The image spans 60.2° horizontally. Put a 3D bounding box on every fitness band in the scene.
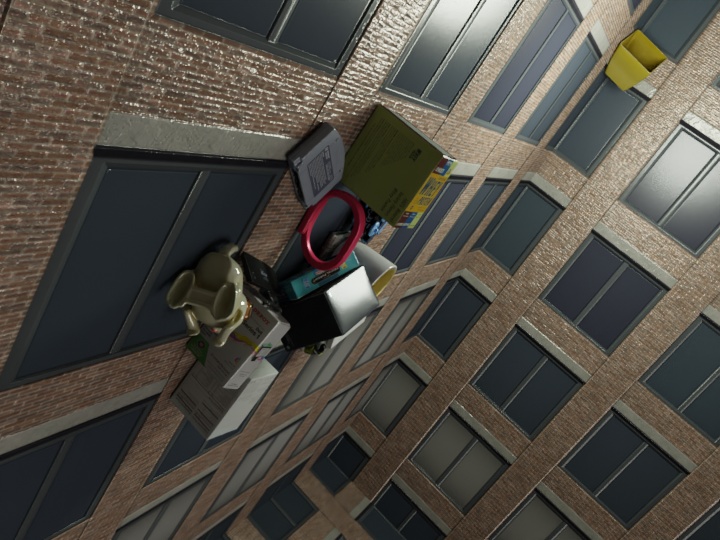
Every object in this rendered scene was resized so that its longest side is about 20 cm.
[{"bbox_3d":[-0.070,-0.095,1.475,0.201,0.143,0.037,-57,163,23],"label":"fitness band"}]

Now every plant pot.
[{"bbox_3d":[1.300,-0.989,2.978,0.199,0.200,0.177,-38,172,-32],"label":"plant pot"}]

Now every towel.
[{"bbox_3d":[-0.073,-0.036,1.786,0.194,0.034,0.199,-57,162,22],"label":"towel"}]

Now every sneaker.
[{"bbox_3d":[-0.157,0.260,2.117,0.074,0.084,0.201,-44,162,-13],"label":"sneaker"}]

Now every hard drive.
[{"bbox_3d":[-0.045,0.208,2.390,0.199,0.026,0.133,-37,159,-36],"label":"hard drive"}]

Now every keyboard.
[{"bbox_3d":[-0.222,0.034,1.427,0.020,0.129,0.200,-22,165,8],"label":"keyboard"}]

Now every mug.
[{"bbox_3d":[-0.005,0.003,1.730,0.149,0.153,0.187,-42,165,-21],"label":"mug"}]

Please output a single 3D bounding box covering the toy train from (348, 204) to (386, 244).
[{"bbox_3d":[0.050,-0.162,1.732,0.201,0.086,0.114,-52,169,-8],"label":"toy train"}]

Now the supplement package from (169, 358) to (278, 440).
[{"bbox_3d":[-0.348,0.297,1.597,0.201,0.150,0.151,-52,163,10],"label":"supplement package"}]

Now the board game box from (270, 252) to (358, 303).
[{"bbox_3d":[-0.123,0.018,1.588,0.198,0.048,0.150,-29,-173,-32],"label":"board game box"}]

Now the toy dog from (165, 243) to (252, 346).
[{"bbox_3d":[-0.299,0.057,1.291,0.201,0.137,0.197,90,8,-63],"label":"toy dog"}]

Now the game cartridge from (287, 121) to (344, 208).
[{"bbox_3d":[-0.090,-0.226,1.335,0.133,0.041,0.201,-42,162,-14],"label":"game cartridge"}]

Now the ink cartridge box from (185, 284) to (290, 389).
[{"bbox_3d":[-0.285,0.153,1.459,0.200,0.145,0.084,-49,161,-1],"label":"ink cartridge box"}]

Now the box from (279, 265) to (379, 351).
[{"bbox_3d":[-0.090,0.098,1.584,0.197,0.125,0.200,-21,-172,35],"label":"box"}]

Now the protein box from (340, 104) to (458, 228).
[{"bbox_3d":[0.085,-0.240,1.461,0.200,0.200,0.134,-54,162,18],"label":"protein box"}]
